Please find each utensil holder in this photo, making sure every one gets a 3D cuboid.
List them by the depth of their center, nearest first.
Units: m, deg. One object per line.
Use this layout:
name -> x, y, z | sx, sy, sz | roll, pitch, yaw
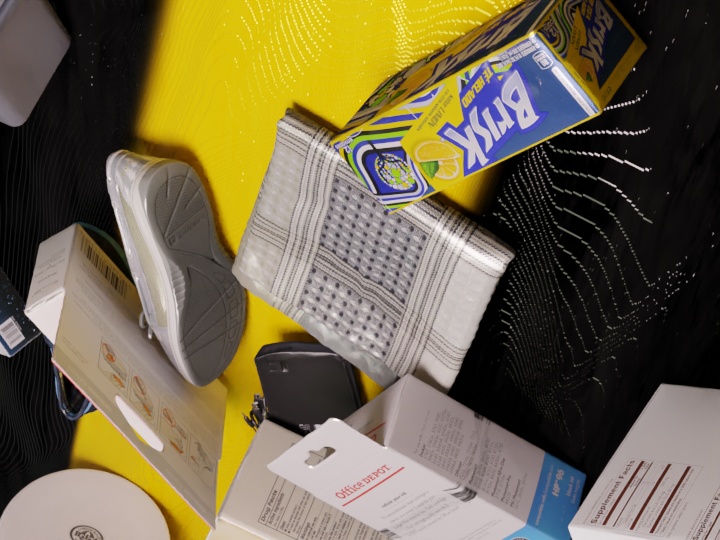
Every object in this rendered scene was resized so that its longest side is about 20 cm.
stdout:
utensil holder -> -0.266, 0.302, 1.764 | 0.170, 0.170, 0.200 | 31, 139, 11

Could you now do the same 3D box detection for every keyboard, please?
keyboard -> -0.039, 0.121, 1.506 | 0.104, 0.040, 0.200 | 1, 132, 14

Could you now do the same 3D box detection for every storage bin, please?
storage bin -> -0.302, -0.193, 1.338 | 0.200, 0.146, 0.134 | 23, 167, 21

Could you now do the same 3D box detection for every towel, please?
towel -> 0.000, 0.000, 1.341 | 0.193, 0.035, 0.200 | 33, 143, 9

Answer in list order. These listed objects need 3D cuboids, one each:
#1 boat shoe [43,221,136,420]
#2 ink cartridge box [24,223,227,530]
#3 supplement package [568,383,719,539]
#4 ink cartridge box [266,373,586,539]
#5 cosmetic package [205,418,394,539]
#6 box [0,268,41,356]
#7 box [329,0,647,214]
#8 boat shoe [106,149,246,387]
boat shoe -> -0.220, 0.051, 1.548 | 0.084, 0.069, 0.200 | 21, 138, 23
ink cartridge box -> -0.176, 0.087, 1.432 | 0.044, 0.174, 0.200 | -28, 121, 19
supplement package -> 0.274, 0.196, 1.211 | 0.200, 0.147, 0.191 | 5, 130, 37
ink cartridge box -> 0.047, 0.146, 1.378 | 0.200, 0.068, 0.116 | 30, 144, -15
cosmetic package -> -0.012, 0.210, 1.472 | 0.200, 0.105, 0.071 | 27, 140, -1
box -> -0.357, -0.024, 1.576 | 0.137, 0.038, 0.200 | 10, 135, 57
box -> 0.073, -0.104, 1.144 | 0.064, 0.070, 0.200 | 48, 142, -14
boat shoe -> -0.141, -0.001, 1.432 | 0.065, 0.074, 0.202 | 22, 141, 39
